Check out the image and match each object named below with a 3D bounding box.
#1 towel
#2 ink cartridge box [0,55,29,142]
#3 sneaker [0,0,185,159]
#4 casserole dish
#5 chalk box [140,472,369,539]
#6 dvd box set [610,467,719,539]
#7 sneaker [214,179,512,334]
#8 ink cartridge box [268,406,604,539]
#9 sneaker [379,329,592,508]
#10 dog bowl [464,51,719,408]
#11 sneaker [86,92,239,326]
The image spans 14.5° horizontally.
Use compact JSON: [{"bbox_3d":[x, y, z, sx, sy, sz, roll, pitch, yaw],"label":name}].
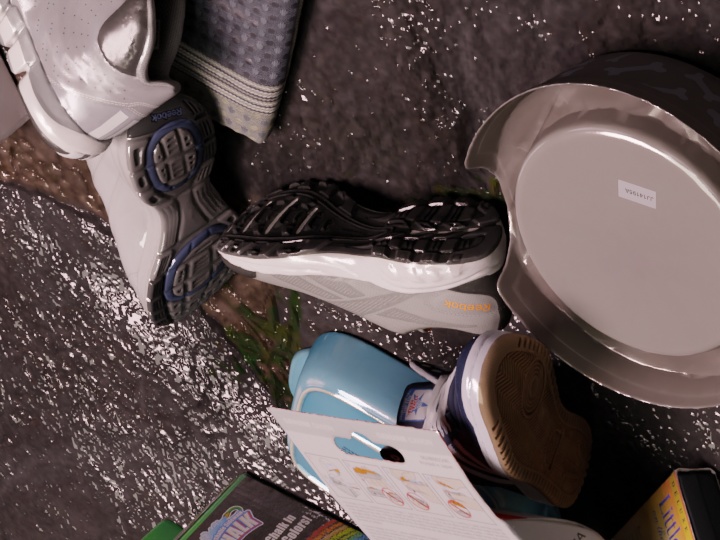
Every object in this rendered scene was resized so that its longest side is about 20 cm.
[{"bbox_3d":[-0.117,-0.185,1.599,0.200,0.035,0.193,31,142,14],"label":"towel"},{"bbox_3d":[-0.318,-0.124,1.795,0.200,0.067,0.117,-1,123,41],"label":"ink cartridge box"},{"bbox_3d":[-0.159,-0.172,1.580,0.115,0.075,0.200,-28,91,24],"label":"sneaker"},{"bbox_3d":[0.029,0.119,1.725,0.200,0.039,0.121,31,139,18],"label":"casserole dish"},{"bbox_3d":[-0.066,0.229,1.839,0.200,0.125,0.124,24,137,26],"label":"chalk box"},{"bbox_3d":[0.169,0.224,1.635,0.200,0.029,0.146,123,139,-50],"label":"dvd box set"},{"bbox_3d":[0.000,0.000,1.621,0.200,0.074,0.079,10,135,36],"label":"sneaker"},{"bbox_3d":[0.058,0.138,1.602,0.160,0.047,0.200,4,138,52],"label":"ink cartridge box"},{"bbox_3d":[0.056,0.077,1.578,0.108,0.070,0.200,15,164,22],"label":"sneaker"},{"bbox_3d":[0.152,-0.025,1.473,0.200,0.059,0.200,23,136,24],"label":"dog bowl"},{"bbox_3d":[-0.124,-0.049,1.694,0.087,0.074,0.200,41,151,34],"label":"sneaker"}]
